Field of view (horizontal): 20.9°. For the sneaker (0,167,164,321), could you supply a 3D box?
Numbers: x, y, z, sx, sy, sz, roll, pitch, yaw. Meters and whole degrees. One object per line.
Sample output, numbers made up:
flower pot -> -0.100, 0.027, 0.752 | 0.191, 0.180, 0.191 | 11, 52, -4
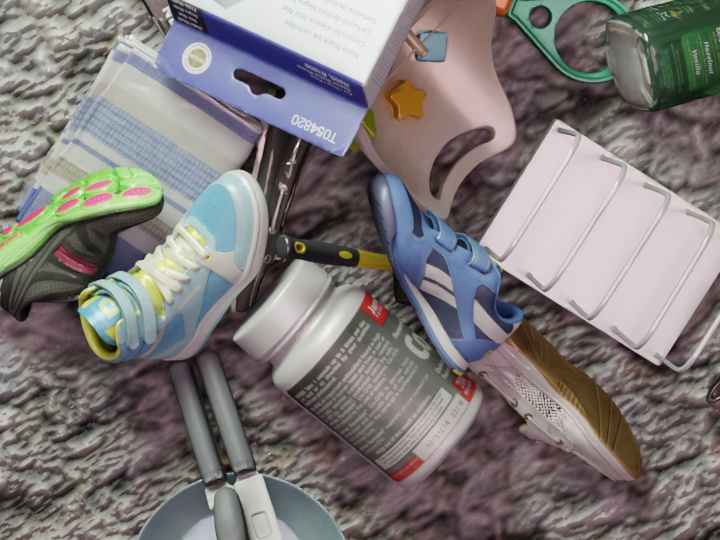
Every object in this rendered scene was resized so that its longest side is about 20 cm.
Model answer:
sneaker -> -0.239, -0.022, 1.658 | 0.200, 0.077, 0.084 | -28, 115, 25

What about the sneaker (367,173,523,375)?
sneaker -> 0.069, -0.008, 1.630 | 0.082, 0.074, 0.200 | -27, 121, 5

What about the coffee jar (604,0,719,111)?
coffee jar -> 0.319, -0.201, 1.677 | 0.200, 0.104, 0.085 | -16, 105, -9

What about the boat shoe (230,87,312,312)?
boat shoe -> -0.072, -0.058, 1.689 | 0.057, 0.067, 0.200 | 11, 92, -1

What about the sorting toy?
sorting toy -> 0.052, -0.143, 1.666 | 0.200, 0.107, 0.180 | -48, 112, -27

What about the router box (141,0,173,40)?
router box -> -0.131, -0.280, 1.664 | 0.149, 0.051, 0.200 | -31, 99, -3

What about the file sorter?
file sorter -> 0.225, -0.018, 1.688 | 0.200, 0.125, 0.139 | 32, 94, -8

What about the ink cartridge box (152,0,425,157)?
ink cartridge box -> -0.053, -0.219, 1.554 | 0.199, 0.041, 0.200 | 26, 88, 22

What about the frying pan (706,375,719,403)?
frying pan -> 0.379, 0.032, 1.756 | 0.190, 0.031, 0.115 | -25, 96, -4

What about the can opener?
can opener -> -0.116, 0.163, 1.681 | 0.053, 0.066, 0.200 | -18, 70, -2

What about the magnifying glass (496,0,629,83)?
magnifying glass -> 0.150, -0.225, 1.710 | 0.200, 0.022, 0.080 | 21, 94, -6

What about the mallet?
mallet -> 0.000, 0.000, 1.652 | 0.041, 0.200, 0.066 | -6, 88, 39

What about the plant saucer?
plant saucer -> -0.107, 0.274, 1.738 | 0.201, 0.039, 0.201 | -1, 97, -5

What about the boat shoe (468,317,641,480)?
boat shoe -> 0.169, 0.121, 1.734 | 0.069, 0.071, 0.200 | -36, 107, 27

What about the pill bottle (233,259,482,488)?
pill bottle -> -0.003, 0.085, 1.686 | 0.200, 0.114, 0.114 | 40, 92, -8

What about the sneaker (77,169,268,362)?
sneaker -> -0.162, 0.005, 1.624 | 0.080, 0.131, 0.200 | 45, 123, 27

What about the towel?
towel -> -0.191, -0.086, 1.672 | 0.147, 0.024, 0.200 | 32, 111, -8
